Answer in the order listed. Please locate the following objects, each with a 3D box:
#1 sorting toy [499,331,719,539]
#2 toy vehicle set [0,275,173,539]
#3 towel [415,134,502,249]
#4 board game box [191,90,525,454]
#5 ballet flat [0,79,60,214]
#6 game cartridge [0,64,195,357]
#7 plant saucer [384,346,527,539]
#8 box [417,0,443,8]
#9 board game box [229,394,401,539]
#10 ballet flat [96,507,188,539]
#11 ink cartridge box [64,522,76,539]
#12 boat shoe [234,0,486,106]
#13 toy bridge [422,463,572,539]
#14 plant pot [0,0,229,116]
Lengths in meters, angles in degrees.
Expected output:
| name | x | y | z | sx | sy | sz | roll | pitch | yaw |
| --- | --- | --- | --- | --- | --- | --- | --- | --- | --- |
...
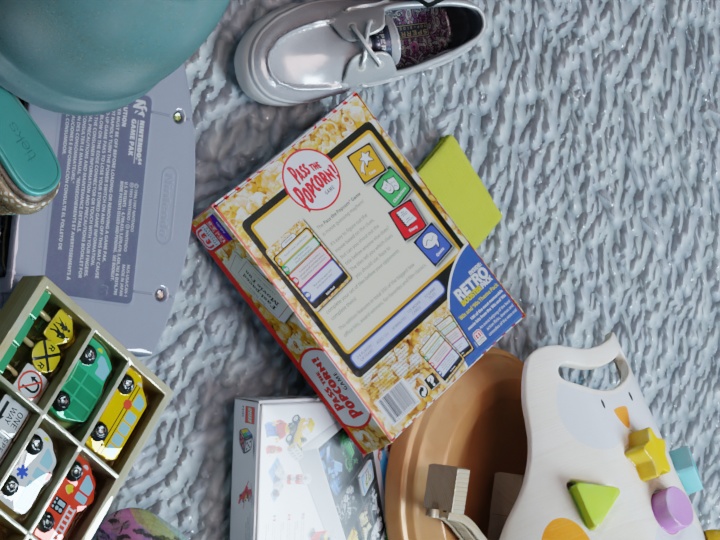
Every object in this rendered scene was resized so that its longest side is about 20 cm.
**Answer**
| name | x | y | z | sx | sy | sz | roll | pitch | yaw |
| --- | --- | --- | --- | --- | --- | --- | --- | --- | --- |
| sorting toy | 0.177 | 0.137 | 1.446 | 0.199 | 0.106 | 0.182 | -9 | 81 | -51 |
| toy vehicle set | -0.208 | 0.120 | 1.225 | 0.124 | 0.026 | 0.201 | 44 | 63 | -32 |
| towel | 0.028 | -0.004 | 1.467 | 0.200 | 0.018 | 0.086 | -50 | 122 | -28 |
| board game box | 0.000 | 0.000 | 1.390 | 0.151 | 0.046 | 0.201 | -39 | 95 | -32 |
| ballet flat | -0.253 | -0.120 | 1.219 | 0.070 | 0.065 | 0.201 | -28 | 94 | -47 |
| game cartridge | -0.171 | -0.049 | 1.304 | 0.132 | 0.041 | 0.202 | 9 | 83 | -33 |
| plant saucer | 0.092 | 0.156 | 1.469 | 0.199 | 0.037 | 0.202 | -4 | 96 | -50 |
| box | 0.011 | -0.306 | 1.404 | 0.159 | 0.049 | 0.202 | 25 | 57 | -35 |
| board game box | -0.031 | 0.187 | 1.396 | 0.125 | 0.034 | 0.202 | 1 | 92 | -37 |
| ballet flat | -0.110 | 0.247 | 1.305 | 0.069 | 0.071 | 0.201 | -25 | 103 | 9 |
| ink cartridge box | -0.205 | 0.241 | 1.269 | 0.119 | 0.042 | 0.202 | -31 | 105 | -34 |
| boat shoe | 0.005 | -0.158 | 1.419 | 0.199 | 0.068 | 0.073 | -9 | 94 | -37 |
| toy bridge | 0.106 | 0.179 | 1.437 | 0.199 | 0.027 | 0.068 | 13 | 83 | -52 |
| plant pot | -0.145 | -0.208 | 1.208 | 0.199 | 0.134 | 0.202 | 15 | 67 | -41 |
